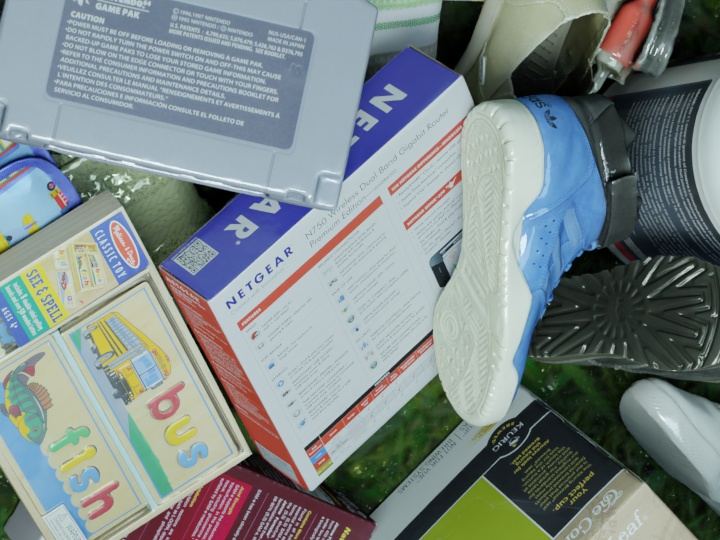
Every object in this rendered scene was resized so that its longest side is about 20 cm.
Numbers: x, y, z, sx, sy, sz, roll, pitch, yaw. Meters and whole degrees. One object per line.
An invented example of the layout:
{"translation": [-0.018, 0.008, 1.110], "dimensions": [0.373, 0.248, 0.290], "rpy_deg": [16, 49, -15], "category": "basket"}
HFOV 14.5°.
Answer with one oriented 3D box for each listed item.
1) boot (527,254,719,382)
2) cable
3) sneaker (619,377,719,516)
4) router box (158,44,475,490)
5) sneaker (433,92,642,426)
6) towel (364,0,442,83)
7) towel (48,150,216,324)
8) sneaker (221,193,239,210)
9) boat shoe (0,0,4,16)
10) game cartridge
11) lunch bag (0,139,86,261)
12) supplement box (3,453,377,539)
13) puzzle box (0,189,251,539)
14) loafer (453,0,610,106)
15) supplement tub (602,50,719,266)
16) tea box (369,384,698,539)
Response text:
{"translation": [0.205, 0.039, 1.722], "dimensions": [0.200, 0.182, 0.073], "rpy_deg": [19, 78, -51], "category": "boot"}
{"translation": [0.180, -0.194, 1.713], "dimensions": [0.050, 0.097, 0.200], "rpy_deg": [22, 95, -18], "category": "cable"}
{"translation": [0.247, 0.111, 1.863], "dimensions": [0.089, 0.075, 0.200], "rpy_deg": [-52, 129, -5], "category": "sneaker"}
{"translation": [0.000, 0.000, 1.630], "dimensions": [0.200, 0.049, 0.180], "rpy_deg": [-42, 138, -16], "category": "router box"}
{"translation": [0.109, -0.007, 1.634], "dimensions": [0.111, 0.077, 0.200], "rpy_deg": [-9, 115, -31], "category": "sneaker"}
{"translation": [-0.021, -0.140, 1.633], "dimensions": [0.149, 0.031, 0.200], "rpy_deg": [-9, 135, -14], "category": "towel"}
{"translation": [-0.175, 0.002, 1.660], "dimensions": [0.200, 0.036, 0.149], "rpy_deg": [-33, 118, -10], "category": "towel"}
{"translation": [-0.049, -0.015, 1.681], "dimensions": [0.082, 0.074, 0.200], "rpy_deg": [0, 117, -20], "category": "sneaker"}
{"translation": [-0.153, -0.114, 1.600], "dimensions": [0.066, 0.075, 0.199], "rpy_deg": [-39, 110, 26], "category": "boat shoe"}
{"translation": [-0.096, -0.117, 1.531], "dimensions": [0.200, 0.041, 0.133], "rpy_deg": [13, 87, -5], "category": "game cartridge"}
{"translation": [-0.241, -0.028, 1.579], "dimensions": [0.150, 0.094, 0.200], "rpy_deg": [-37, 111, -8], "category": "lunch bag"}
{"translation": [-0.102, 0.157, 1.729], "dimensions": [0.200, 0.061, 0.109], "rpy_deg": [26, 96, -27], "category": "supplement box"}
{"translation": [-0.155, 0.065, 1.609], "dimensions": [0.133, 0.025, 0.200], "rpy_deg": [-33, 127, -10], "category": "puzzle box"}
{"translation": [0.096, -0.107, 1.690], "dimensions": [0.076, 0.068, 0.200], "rpy_deg": [-9, 135, -25], "category": "loafer"}
{"translation": [0.235, -0.065, 1.704], "dimensions": [0.140, 0.200, 0.141], "rpy_deg": [1, 88, -27], "category": "supplement tub"}
{"translation": [0.100, 0.204, 1.755], "dimensions": [0.200, 0.197, 0.134], "rpy_deg": [-45, 118, -3], "category": "tea box"}
